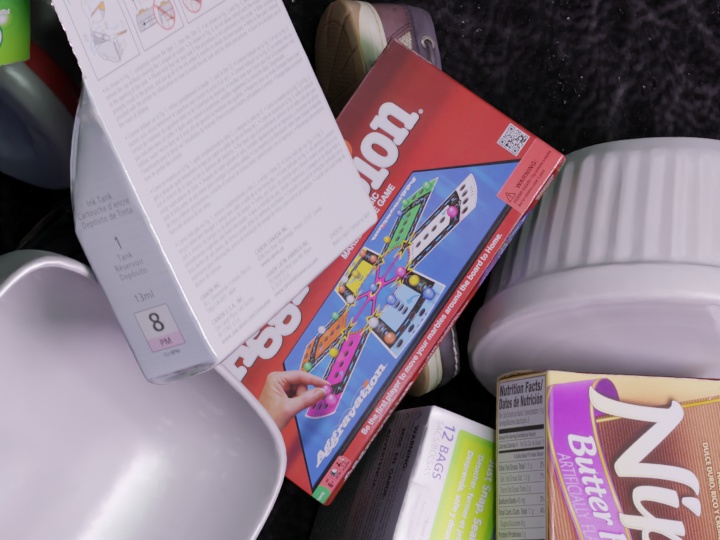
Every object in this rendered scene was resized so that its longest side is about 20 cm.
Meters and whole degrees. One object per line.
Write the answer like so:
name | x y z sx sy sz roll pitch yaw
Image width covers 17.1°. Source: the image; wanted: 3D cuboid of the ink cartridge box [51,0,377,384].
ink cartridge box | -0.079 -0.075 1.041 0.201 0.057 0.162 63 34 -10

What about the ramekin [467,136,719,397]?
ramekin | 0.157 0.010 1.189 0.201 0.202 0.095 17 64 -23

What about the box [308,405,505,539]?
box | 0.081 0.154 1.177 0.199 0.101 0.113 24 74 -21

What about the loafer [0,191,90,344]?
loafer | -0.113 -0.020 1.136 0.199 0.072 0.063 -35 61 -23

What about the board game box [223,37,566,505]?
board game box | 0.000 0.000 1.142 0.103 0.019 0.201 35 92 12

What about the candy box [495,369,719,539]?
candy box | 0.124 0.149 1.110 0.116 0.056 0.202 5 82 -25

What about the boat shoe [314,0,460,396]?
boat shoe | 0.028 -0.040 1.197 0.064 0.072 0.202 -9 81 -22

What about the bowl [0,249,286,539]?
bowl | -0.148 0.102 1.055 0.200 0.074 0.200 43 78 -38

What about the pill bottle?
pill bottle | -0.120 -0.147 1.115 0.114 0.114 0.201 42 67 -15

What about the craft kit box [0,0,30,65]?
craft kit box | -0.266 -0.133 1.007 0.196 0.200 0.049 -17 131 -24
